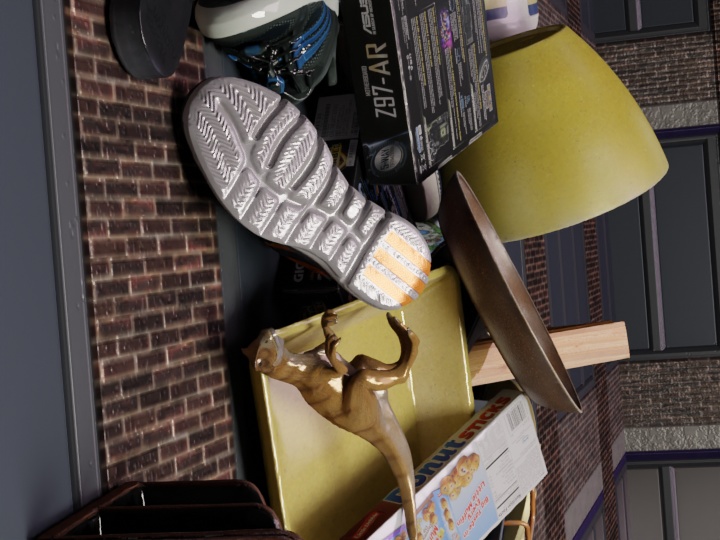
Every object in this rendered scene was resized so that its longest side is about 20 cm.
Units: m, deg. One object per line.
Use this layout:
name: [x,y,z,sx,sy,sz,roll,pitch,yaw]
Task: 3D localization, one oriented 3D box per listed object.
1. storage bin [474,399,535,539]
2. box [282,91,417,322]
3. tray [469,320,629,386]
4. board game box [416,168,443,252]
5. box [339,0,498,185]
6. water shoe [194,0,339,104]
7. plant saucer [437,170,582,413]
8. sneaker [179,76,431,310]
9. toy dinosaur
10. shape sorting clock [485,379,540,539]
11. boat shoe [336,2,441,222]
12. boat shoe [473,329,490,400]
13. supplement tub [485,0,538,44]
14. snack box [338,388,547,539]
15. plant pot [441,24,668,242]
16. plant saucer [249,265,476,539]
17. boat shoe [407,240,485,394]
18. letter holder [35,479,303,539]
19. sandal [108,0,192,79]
storage bin: [0.068,0.218,1.172,0.201,0.144,0.135,-72,163,-53]
box: [0.000,0.000,1.122,0.201,0.049,0.200,68,25,-48]
tray: [0.123,0.074,1.243,0.198,0.098,0.037,-8,88,-31]
board game box: [0.069,-0.081,1.360,0.200,0.061,0.202,27,60,-72]
box: [0.045,-0.184,1.083,0.160,0.043,0.202,-40,127,-54]
water shoe: [-0.048,-0.148,0.947,0.200,0.071,0.080,-37,119,-71]
plant saucer: [0.106,0.021,1.073,0.201,0.032,0.200,60,10,-17]
sneaker: [-0.051,-0.047,0.924,0.200,0.112,0.078,44,78,-26]
toy dinosaur: [0.001,0.083,0.926,0.200,0.106,0.060,45,-4,-29]
shape sorting clock: [0.116,0.199,1.328,0.200,0.039,0.202,-166,-90,-69]
boat shoe: [0.047,-0.145,1.193,0.092,0.074,0.201,-34,122,-25]
boat shoe: [0.099,0.084,1.325,0.203,0.060,0.072,-67,149,-20]
supplement tub: [0.083,-0.306,1.312,0.144,0.143,0.202,-42,126,-70]
snack box: [0.061,0.165,1.006,0.200,0.024,0.072,-36,118,-39]
plant pot: [0.148,-0.127,1.240,0.200,0.198,0.143,-54,126,-66]
plant saucer: [-0.001,0.114,0.990,0.199,0.048,0.202,-19,106,-45]
boat shoe: [0.058,0.026,1.132,0.201,0.069,0.067,-63,148,-48]
letter holder: [-0.061,0.210,0.693,0.101,0.141,0.202,-24,109,-73]
sandal: [-0.099,-0.195,0.835,0.076,0.042,0.202,60,30,-56]
